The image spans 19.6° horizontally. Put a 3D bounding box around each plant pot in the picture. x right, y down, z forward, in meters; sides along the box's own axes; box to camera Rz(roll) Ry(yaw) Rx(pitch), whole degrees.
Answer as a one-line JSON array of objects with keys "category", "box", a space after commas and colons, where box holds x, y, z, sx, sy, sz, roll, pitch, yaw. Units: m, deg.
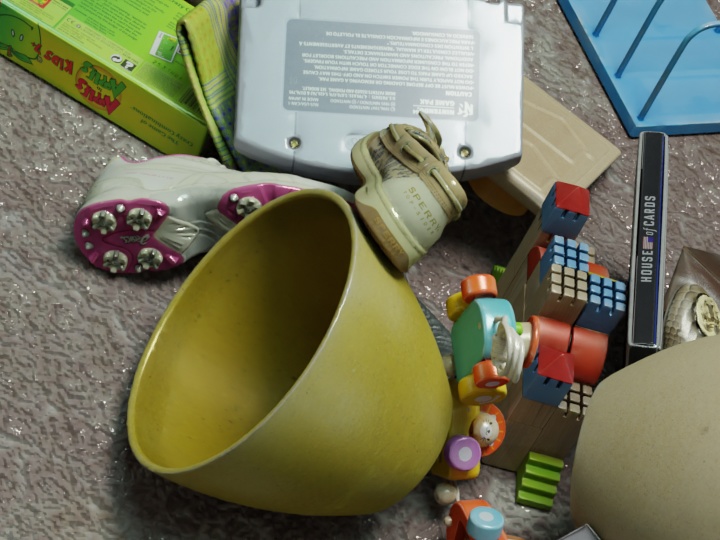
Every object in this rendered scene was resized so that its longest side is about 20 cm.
[{"category": "plant pot", "box": [0.204, 0.126, 1.280, 0.134, 0.201, 0.201, 10, 43, 18]}, {"category": "plant pot", "box": [-0.026, 0.071, 1.290, 0.142, 0.199, 0.201, 37, 39, -30]}]

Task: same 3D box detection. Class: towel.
[{"category": "towel", "box": [-0.048, -0.150, 1.500, 0.200, 0.023, 0.144, -36, 110, -47]}]

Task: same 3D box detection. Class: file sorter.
[{"category": "file sorter", "box": [0.260, -0.225, 1.697, 0.138, 0.123, 0.201, -5, 54, -26]}]

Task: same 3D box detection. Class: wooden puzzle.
[{"category": "wooden puzzle", "box": [0.090, -0.110, 1.551, 0.185, 0.046, 0.200, 39, 25, 7]}]

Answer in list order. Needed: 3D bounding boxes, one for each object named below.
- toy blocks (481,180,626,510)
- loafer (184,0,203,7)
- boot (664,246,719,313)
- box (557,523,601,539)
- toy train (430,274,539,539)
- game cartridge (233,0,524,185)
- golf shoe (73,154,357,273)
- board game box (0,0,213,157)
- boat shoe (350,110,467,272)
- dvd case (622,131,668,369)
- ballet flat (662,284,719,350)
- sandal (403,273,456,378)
[{"category": "toy blocks", "box": [0.131, 0.037, 1.403, 0.099, 0.137, 0.201, 16, 47, -10]}, {"category": "loafer", "box": [-0.045, -0.211, 1.594, 0.199, 0.075, 0.070, -17, 71, -28]}, {"category": "boot", "box": [0.273, 0.079, 1.469, 0.200, 0.064, 0.186, 46, 34, 6]}, {"category": "box", "box": [0.056, 0.228, 1.225, 0.199, 0.110, 0.035, -22, 62, -37]}, {"category": "toy train", "box": [0.087, 0.105, 1.307, 0.055, 0.201, 0.150, 0, 28, -18]}, {"category": "game cartridge", "box": [0.013, -0.125, 1.436, 0.198, 0.042, 0.134, 3, 80, -4]}, {"category": "golf shoe", "box": [-0.090, -0.047, 1.404, 0.198, 0.076, 0.092, 2, 37, -1]}, {"category": "board game box", "box": [-0.176, -0.166, 1.505, 0.199, 0.048, 0.102, 31, 46, 4]}, {"category": "boat shoe", "box": [0.037, -0.054, 1.306, 0.073, 0.063, 0.200, 53, 11, -15]}, {"category": "dvd case", "box": [0.194, 0.027, 1.433, 0.025, 0.151, 0.201, 4, 46, 7]}, {"category": "ballet flat", "box": [0.237, 0.107, 1.394, 0.067, 0.046, 0.202, 10, 74, -45]}, {"category": "sandal", "box": [0.001, 0.000, 1.437, 0.075, 0.048, 0.200, -27, 62, -39]}]
